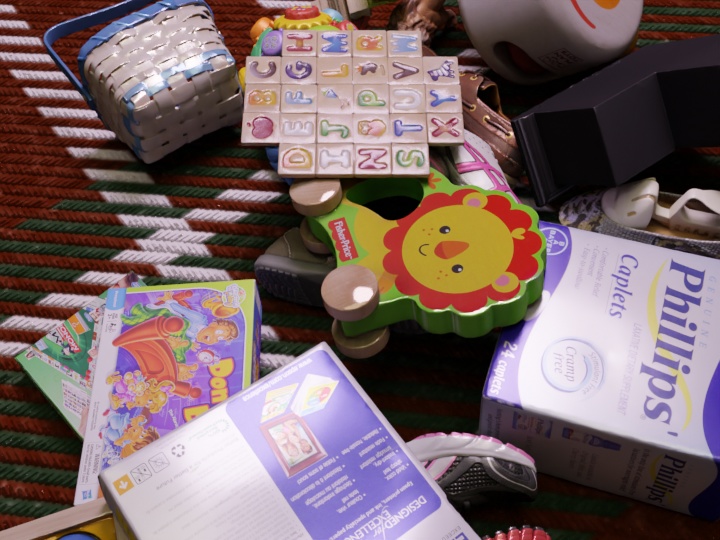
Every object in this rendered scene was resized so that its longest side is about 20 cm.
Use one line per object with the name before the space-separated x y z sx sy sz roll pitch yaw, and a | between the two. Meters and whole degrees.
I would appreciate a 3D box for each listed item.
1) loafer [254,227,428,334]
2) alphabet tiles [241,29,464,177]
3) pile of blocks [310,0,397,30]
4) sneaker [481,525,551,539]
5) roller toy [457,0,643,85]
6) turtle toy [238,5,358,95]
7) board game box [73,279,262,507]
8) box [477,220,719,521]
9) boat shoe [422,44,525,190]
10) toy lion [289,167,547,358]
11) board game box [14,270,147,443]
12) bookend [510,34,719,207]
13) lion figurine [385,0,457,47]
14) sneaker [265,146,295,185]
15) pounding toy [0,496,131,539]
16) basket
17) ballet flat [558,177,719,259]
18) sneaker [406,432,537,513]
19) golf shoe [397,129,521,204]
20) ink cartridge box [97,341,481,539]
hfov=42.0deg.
loafer | 0.000 0.000 0.858 0.197 0.076 0.070 15 60 16
alphabet tiles | -0.007 -0.153 0.842 0.196 0.006 0.169 0 60 -1
pile of blocks | 0.009 -0.296 1.039 0.081 0.199 0.063 -13 88 -24
sneaker | 0.058 0.250 0.665 0.197 0.078 0.083 -17 55 -7
roller toy | 0.204 -0.294 0.974 0.182 0.202 0.139 -37 18 -37
turtle toy | -0.051 -0.217 0.974 0.143 0.103 0.200 -12 29 -13
board game box | -0.152 0.105 0.777 0.132 0.045 0.202 -4 53 2
box | 0.213 0.076 0.764 0.197 0.106 0.186 13 56 14
boat shoe | 0.115 -0.170 0.964 0.068 0.071 0.201 -49 56 25
toy lion | 0.052 -0.022 0.779 0.189 0.069 0.202 -18 47 -4
board game box | -0.197 0.102 0.830 0.134 0.029 0.199 -39 59 -21
bookend | 0.280 -0.138 0.851 0.197 0.093 0.199 -30 19 -25
lion figurine | 0.086 -0.320 1.040 0.072 0.202 0.122 27 26 16
sneaker | -0.003 -0.122 0.965 0.196 0.072 0.083 3 30 11
pounding toy | -0.230 0.273 0.634 0.197 0.143 0.186 -17 53 -8
basket | -0.227 -0.222 1.003 0.175 0.140 0.201 -27 64 -16
ballet flat | 0.287 -0.055 0.877 0.197 0.073 0.073 12 55 14
sneaker | 0.040 0.180 0.733 0.196 0.081 0.088 -3 64 13
golf shoe | 0.110 -0.082 0.874 0.200 0.073 0.092 43 60 -4
ink cartridge box | -0.049 0.174 0.654 0.196 0.047 0.201 -28 63 -26
